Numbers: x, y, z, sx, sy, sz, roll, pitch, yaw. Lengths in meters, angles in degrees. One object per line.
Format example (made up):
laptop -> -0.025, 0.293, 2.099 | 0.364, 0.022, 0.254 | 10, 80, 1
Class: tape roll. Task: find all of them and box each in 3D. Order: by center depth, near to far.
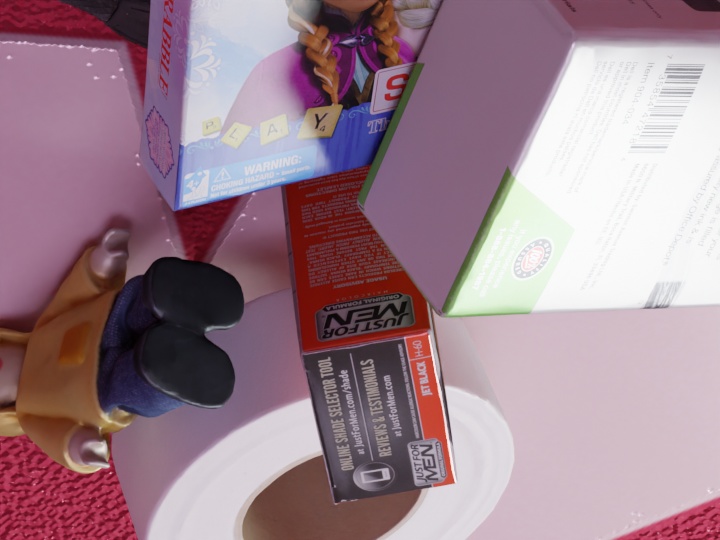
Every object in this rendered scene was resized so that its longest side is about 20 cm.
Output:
tape roll -> -0.025, 0.096, 1.370 | 0.202, 0.071, 0.203 | -15, 143, -11

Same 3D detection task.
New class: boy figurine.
boy figurine -> -0.137, 0.040, 1.316 | 0.064, 0.124, 0.200 | 20, 159, -36

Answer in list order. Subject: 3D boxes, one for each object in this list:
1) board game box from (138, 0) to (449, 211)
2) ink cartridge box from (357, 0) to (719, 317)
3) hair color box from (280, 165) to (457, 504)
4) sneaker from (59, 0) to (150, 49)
board game box -> 0.012, -0.131, 1.083 | 0.200, 0.041, 0.200 | -15, 136, -23
ink cartridge box -> 0.120, -0.062, 1.128 | 0.200, 0.084, 0.146 | -2, 130, -36
hair color box -> 0.000, 0.000, 1.230 | 0.061, 0.200, 0.102 | -9, 133, 2
sneaker -> -0.105, -0.159, 1.137 | 0.200, 0.060, 0.104 | 22, 125, 13
